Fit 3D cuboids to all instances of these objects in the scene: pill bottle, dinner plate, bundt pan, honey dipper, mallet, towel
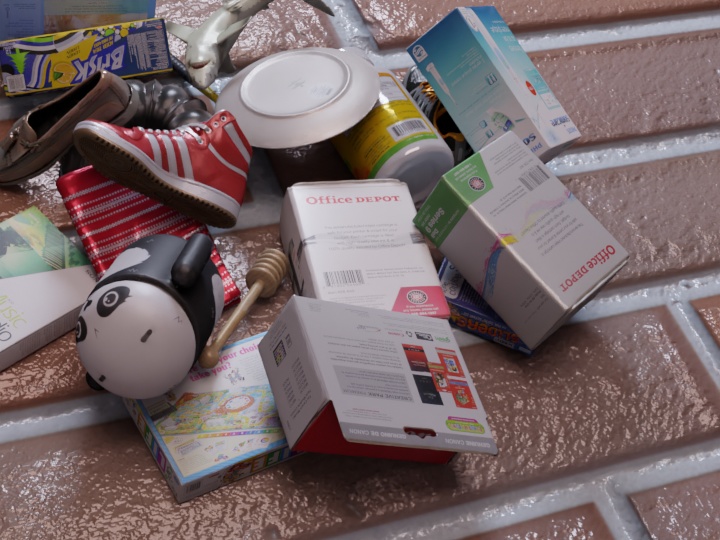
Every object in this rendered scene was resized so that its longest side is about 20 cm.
[{"bbox_3d":[0.019,-0.172,1.710,0.110,0.112,0.201,-16,54,-26],"label":"pill bottle"},{"bbox_3d":[-0.075,-0.209,1.658,0.197,0.024,0.202,-6,42,5],"label":"dinner plate"},{"bbox_3d":[-0.247,-0.145,1.645,0.199,0.076,0.204,7,49,-8],"label":"bundt pan"},{"bbox_3d":[-0.127,0.042,1.508,0.038,0.038,0.201,23,37,7],"label":"honey dipper"},{"bbox_3d":[-0.197,-0.223,1.742,0.199,0.041,0.066,38,19,24],"label":"mallet"},{"bbox_3d":[-0.225,-0.033,1.529,0.143,0.022,0.202,-23,83,-32],"label":"towel"}]

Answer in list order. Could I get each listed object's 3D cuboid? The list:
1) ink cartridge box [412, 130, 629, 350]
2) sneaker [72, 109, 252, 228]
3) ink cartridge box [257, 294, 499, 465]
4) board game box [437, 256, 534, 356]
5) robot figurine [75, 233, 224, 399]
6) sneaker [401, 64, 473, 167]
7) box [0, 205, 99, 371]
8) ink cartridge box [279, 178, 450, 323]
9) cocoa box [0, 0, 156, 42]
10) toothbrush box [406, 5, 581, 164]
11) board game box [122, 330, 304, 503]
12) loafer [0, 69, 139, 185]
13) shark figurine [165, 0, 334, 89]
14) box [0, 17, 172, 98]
[{"bbox_3d":[0.178,-0.035,1.574,0.200,0.088,0.145,46,46,11],"label":"ink cartridge box"},{"bbox_3d":[-0.204,-0.136,1.523,0.198,0.071,0.114,29,64,-25],"label":"sneaker"},{"bbox_3d":[0.018,0.128,1.417,0.198,0.084,0.177,11,42,-34],"label":"ink cartridge box"},{"bbox_3d":[0.164,-0.005,1.648,0.134,0.035,0.201,22,47,5],"label":"board game box"},{"bbox_3d":[-0.205,0.040,1.403,0.123,0.152,0.201,3,26,9],"label":"robot figurine"},{"bbox_3d":[0.101,-0.194,1.774,0.077,0.078,0.202,-6,49,-16],"label":"sneaker"},{"bbox_3d":[-0.376,0.026,1.486,0.144,0.037,0.199,41,50,21],"label":"box"},{"bbox_3d":[0.000,0.000,1.570,0.143,0.085,0.202,-3,51,-17],"label":"ink cartridge box"},{"bbox_3d":[-0.356,-0.339,1.749,0.197,0.134,0.132,-4,50,-16],"label":"cocoa box"},{"bbox_3d":[0.163,-0.212,1.718,0.201,0.085,0.146,58,25,5],"label":"toothbrush box"},{"bbox_3d":[-0.123,0.140,1.449,0.198,0.034,0.135,-18,56,-27],"label":"board game box"},{"bbox_3d":[-0.340,-0.164,1.576,0.198,0.063,0.073,-26,53,15],"label":"loafer"},{"bbox_3d":[-0.145,-0.284,1.734,0.214,0.090,0.127,-41,48,-22],"label":"shark figurine"},{"bbox_3d":[-0.324,-0.250,1.687,0.197,0.070,0.065,-10,96,-9],"label":"box"}]
